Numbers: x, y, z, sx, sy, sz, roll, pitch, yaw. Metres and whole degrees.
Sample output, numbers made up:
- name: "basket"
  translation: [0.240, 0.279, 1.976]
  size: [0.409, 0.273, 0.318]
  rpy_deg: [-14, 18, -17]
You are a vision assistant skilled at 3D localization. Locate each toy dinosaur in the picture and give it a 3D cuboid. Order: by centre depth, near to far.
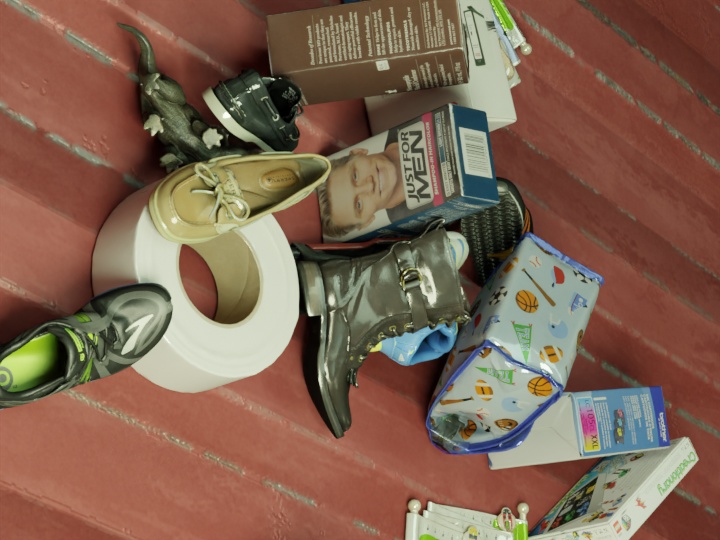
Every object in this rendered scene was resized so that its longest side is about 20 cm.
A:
- name: "toy dinosaur"
  translation: [-0.181, -0.147, 1.636]
  size: [0.077, 0.102, 0.200]
  rpy_deg: [-45, 99, 2]

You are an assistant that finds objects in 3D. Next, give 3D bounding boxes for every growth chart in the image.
- name: "growth chart"
  translation: [0.114, 0.313, 1.799]
  size: [0.200, 0.018, 0.145]
  rpy_deg: [12, 68, -42]
- name: "growth chart"
  translation: [0.140, -0.259, 2.031]
  size: [0.145, 0.018, 0.200]
  rpy_deg: [53, 45, -17]

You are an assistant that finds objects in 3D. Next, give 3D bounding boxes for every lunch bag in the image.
- name: "lunch bag"
  translation: [0.154, 0.091, 1.793]
  size: [0.124, 0.200, 0.170]
  rpy_deg: [33, 50, -6]

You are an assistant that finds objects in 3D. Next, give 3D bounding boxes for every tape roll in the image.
- name: "tape roll"
  translation: [-0.153, 0.010, 1.602]
  size: [0.202, 0.071, 0.203]
  rpy_deg: [18, 63, -40]

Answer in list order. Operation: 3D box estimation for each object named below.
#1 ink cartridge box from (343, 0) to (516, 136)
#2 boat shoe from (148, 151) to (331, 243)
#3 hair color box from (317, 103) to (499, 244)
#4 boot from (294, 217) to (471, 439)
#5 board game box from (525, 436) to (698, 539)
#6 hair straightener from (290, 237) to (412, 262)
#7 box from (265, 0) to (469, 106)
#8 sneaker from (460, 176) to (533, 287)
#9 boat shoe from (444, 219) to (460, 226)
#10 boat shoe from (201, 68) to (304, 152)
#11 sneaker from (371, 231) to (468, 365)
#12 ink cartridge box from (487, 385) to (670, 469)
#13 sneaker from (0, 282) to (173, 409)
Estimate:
- name: "ink cartridge box"
  translation: [0.074, -0.237, 1.872]
  size: [0.084, 0.146, 0.201]
  rpy_deg: [-3, 78, -48]
- name: "boat shoe"
  translation: [-0.112, -0.078, 1.578]
  size: [0.200, 0.063, 0.074]
  rpy_deg: [-25, 94, -47]
- name: "hair color box"
  translation: [0.044, -0.091, 1.745]
  size: [0.060, 0.200, 0.100]
  rpy_deg: [8, 69, -44]
- name: "boot"
  translation: [0.029, 0.058, 1.689]
  size: [0.173, 0.069, 0.201]
  rpy_deg: [-10, 102, -15]
- name: "board game box"
  translation: [0.282, 0.257, 1.910]
  size: [0.200, 0.126, 0.035]
  rpy_deg: [-35, 100, -46]
- name: "hair straightener"
  translation: [0.000, 0.000, 1.730]
  size: [0.199, 0.041, 0.077]
  rpy_deg: [3, 52, -19]
- name: "box"
  translation: [0.009, -0.228, 1.752]
  size: [0.100, 0.199, 0.075]
  rpy_deg: [60, 24, -73]
- name: "sneaker"
  translation: [0.155, -0.059, 1.895]
  size: [0.200, 0.070, 0.090]
  rpy_deg: [74, 23, -56]
- name: "boat shoe"
  translation: [0.097, -0.089, 1.900]
  size: [0.072, 0.068, 0.200]
  rpy_deg: [43, 18, 21]
- name: "boat shoe"
  translation: [-0.090, -0.162, 1.680]
  size: [0.075, 0.066, 0.199]
  rpy_deg: [54, 11, 19]
- name: "sneaker"
  translation: [0.075, 0.039, 1.795]
  size: [0.105, 0.076, 0.200]
  rpy_deg: [34, 51, 20]
- name: "ink cartridge box"
  translation: [0.251, 0.175, 1.902]
  size: [0.200, 0.136, 0.077]
  rpy_deg: [3, 78, -45]
- name: "sneaker"
  translation: [-0.242, 0.069, 1.448]
  size: [0.199, 0.083, 0.071]
  rpy_deg: [-24, 99, -29]
